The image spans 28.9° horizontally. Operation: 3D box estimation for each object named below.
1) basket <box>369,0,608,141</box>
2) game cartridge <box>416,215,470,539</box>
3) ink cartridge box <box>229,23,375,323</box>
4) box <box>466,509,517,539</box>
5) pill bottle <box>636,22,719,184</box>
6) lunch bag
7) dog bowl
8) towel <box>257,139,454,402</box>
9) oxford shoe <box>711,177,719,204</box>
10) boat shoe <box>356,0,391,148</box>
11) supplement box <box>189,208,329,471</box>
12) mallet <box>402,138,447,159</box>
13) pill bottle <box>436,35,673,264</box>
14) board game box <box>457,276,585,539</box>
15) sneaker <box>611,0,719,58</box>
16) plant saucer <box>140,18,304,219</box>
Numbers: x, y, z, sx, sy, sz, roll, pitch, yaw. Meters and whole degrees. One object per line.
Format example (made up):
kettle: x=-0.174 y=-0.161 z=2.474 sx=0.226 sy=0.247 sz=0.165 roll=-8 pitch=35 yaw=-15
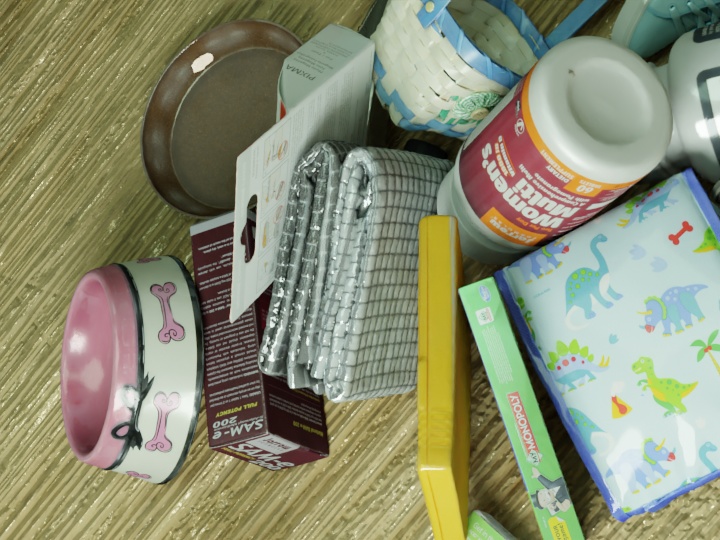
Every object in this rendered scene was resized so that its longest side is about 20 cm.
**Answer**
basket: x=0.113 y=-0.199 z=1.135 sx=0.200 sy=0.176 sz=0.139 roll=-51 pitch=55 yaw=28
game cartridge: x=0.062 y=0.088 z=1.045 sx=0.032 sy=0.176 sz=0.201 roll=0 pitch=60 yaw=8
ink cartridge box: x=-0.060 y=-0.079 z=1.096 sx=0.057 sy=0.163 sz=0.200 roll=26 pitch=43 yaw=23
box: x=0.083 y=0.305 z=1.064 sx=0.144 sy=0.036 sz=0.200 roll=40 pitch=96 yaw=32
pill bottle: x=0.293 y=-0.130 z=1.040 sx=0.199 sy=0.120 sz=0.120 roll=-12 pitch=68 yaw=25
lunch bag: x=0.220 y=0.058 z=1.014 sx=0.170 sy=0.127 sz=0.200 roll=-31 pitch=61 yaw=17
dog bowl: x=-0.203 y=0.084 z=1.211 sx=0.200 sy=0.074 sz=0.201 roll=-17 pitch=71 yaw=61
towel: x=0.000 y=0.000 z=1.110 sx=0.085 sy=0.165 sz=0.201 roll=12 pitch=95 yaw=24
oxford shoe: x=0.347 y=-0.050 z=0.970 sx=0.199 sy=0.073 sz=0.085 roll=-4 pitch=67 yaw=7
boat shoe: x=0.000 y=-0.161 z=1.243 sx=0.057 sy=0.067 sz=0.201 roll=7 pitch=81 yaw=26
supplement box: x=-0.086 y=0.060 z=1.193 sx=0.061 sy=0.109 sz=0.201 roll=-18 pitch=65 yaw=22
mallet: x=0.107 y=-0.045 z=1.167 sx=0.200 sy=0.041 sz=0.066 roll=29 pitch=90 yaw=29
pill bottle: x=0.135 y=-0.080 z=1.034 sx=0.200 sy=0.109 sz=0.110 roll=134 pitch=136 yaw=-61
board game box: x=0.119 y=0.111 z=1.022 sx=0.029 sy=0.135 sz=0.201 roll=-19 pitch=79 yaw=5
sneaker: x=0.290 y=-0.226 z=1.100 sx=0.200 sy=0.074 sz=0.082 roll=-41 pitch=56 yaw=12
plant saucer: x=-0.117 y=-0.139 z=1.320 sx=0.200 sy=0.034 sz=0.201 roll=-9 pitch=70 yaw=27
